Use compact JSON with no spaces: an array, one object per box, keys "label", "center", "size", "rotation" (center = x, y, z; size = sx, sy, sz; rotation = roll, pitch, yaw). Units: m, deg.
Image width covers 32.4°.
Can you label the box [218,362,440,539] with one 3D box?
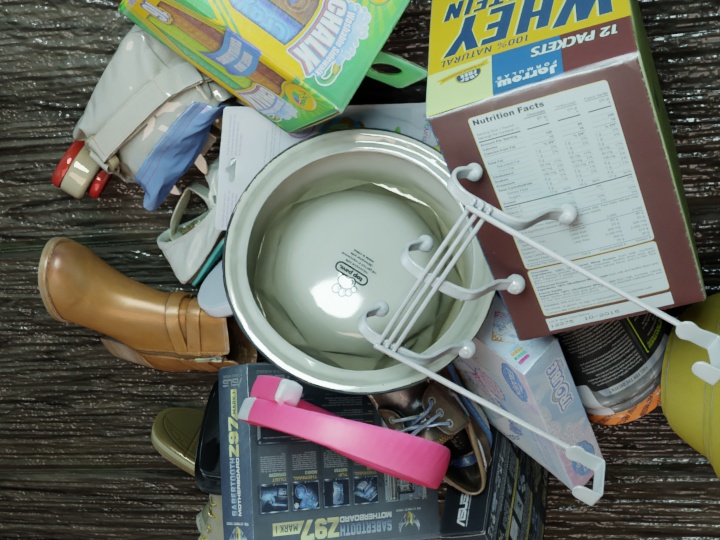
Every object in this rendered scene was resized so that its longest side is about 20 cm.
[{"label":"box","center":[-0.024,0.158,1.059],"size":[0.199,0.159,0.051],"rotation":[2,171,-37]}]

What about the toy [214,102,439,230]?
[{"label":"toy","center":[-0.016,-0.092,0.987],"size":[0.199,0.047,0.116],"rotation":[-1,129,-13]}]

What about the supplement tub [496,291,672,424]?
[{"label":"supplement tub","center":[0.181,0.029,1.031],"size":[0.122,0.123,0.200],"rotation":[-19,125,28]}]

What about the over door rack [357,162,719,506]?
[{"label":"over door rack","center":[0.113,0.038,0.796],"size":[0.200,0.067,0.148],"rotation":[36,129,4]}]

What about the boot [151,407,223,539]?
[{"label":"boot","center":[-0.155,0.237,1.347],"size":[0.199,0.072,0.155],"rotation":[27,135,-12]}]

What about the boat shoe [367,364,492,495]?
[{"label":"boat shoe","center":[0.056,0.114,1.022],"size":[0.072,0.073,0.200],"rotation":[-32,127,18]}]

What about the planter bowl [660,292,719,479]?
[{"label":"planter bowl","center":[0.298,0.085,1.019],"size":[0.083,0.201,0.201],"rotation":[8,136,28]}]

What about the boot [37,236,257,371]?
[{"label":"boot","center":[-0.191,0.033,1.141],"size":[0.154,0.074,0.200],"rotation":[6,156,24]}]

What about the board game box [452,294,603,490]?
[{"label":"board game box","center":[0.103,0.073,1.039],"size":[0.199,0.043,0.200],"rotation":[39,166,39]}]

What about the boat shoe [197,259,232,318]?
[{"label":"boat shoe","center":[-0.047,-0.002,1.080],"size":[0.199,0.074,0.065],"rotation":[-25,130,19]}]

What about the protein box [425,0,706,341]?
[{"label":"protein box","center":[0.141,-0.100,0.861],"size":[0.134,0.199,0.201],"rotation":[-14,128,17]}]

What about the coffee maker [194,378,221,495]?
[{"label":"coffee maker","center":[-0.055,0.182,1.189],"size":[0.199,0.135,0.192],"rotation":[21,139,-33]}]

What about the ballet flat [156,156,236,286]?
[{"label":"ballet flat","center":[-0.119,-0.059,1.072],"size":[0.069,0.070,0.200],"rotation":[33,132,-16]}]

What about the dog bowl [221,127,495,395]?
[{"label":"dog bowl","center":[0.000,0.000,0.920],"size":[0.199,0.201,0.074],"rotation":[12,163,2]}]

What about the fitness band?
[{"label":"fitness band","center":[-0.013,0.119,0.920],"size":[0.143,0.038,0.200],"rotation":[23,171,-14]}]

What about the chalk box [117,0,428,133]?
[{"label":"chalk box","center":[-0.045,-0.179,0.860],"size":[0.200,0.124,0.124],"rotation":[35,167,-15]}]

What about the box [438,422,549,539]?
[{"label":"box","center":[0.131,0.212,1.160],"size":[0.049,0.201,0.162],"rotation":[-10,130,23]}]

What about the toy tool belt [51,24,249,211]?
[{"label":"toy tool belt","center":[-0.159,-0.105,0.991],"size":[0.123,0.125,0.200],"rotation":[33,129,-8]}]
